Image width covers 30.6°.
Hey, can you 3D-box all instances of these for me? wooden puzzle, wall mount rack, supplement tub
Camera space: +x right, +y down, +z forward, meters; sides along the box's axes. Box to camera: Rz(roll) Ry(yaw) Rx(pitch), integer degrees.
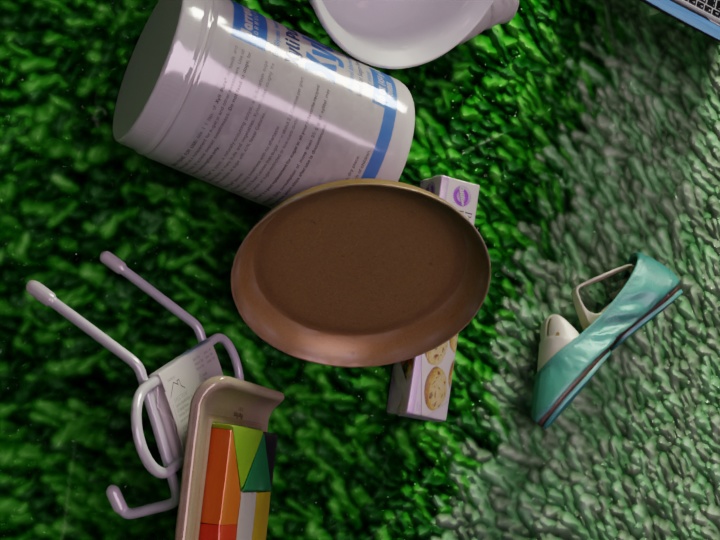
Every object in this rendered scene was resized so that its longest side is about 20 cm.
[{"bbox_3d":[-0.094,0.181,0.942,0.037,0.185,0.202,9,83,11],"label":"wooden puzzle"},{"bbox_3d":[-0.153,0.072,0.938,0.074,0.200,0.176,-15,97,16],"label":"wall mount rack"},{"bbox_3d":[-0.071,-0.118,0.993,0.198,0.132,0.133,22,77,-24],"label":"supplement tub"}]

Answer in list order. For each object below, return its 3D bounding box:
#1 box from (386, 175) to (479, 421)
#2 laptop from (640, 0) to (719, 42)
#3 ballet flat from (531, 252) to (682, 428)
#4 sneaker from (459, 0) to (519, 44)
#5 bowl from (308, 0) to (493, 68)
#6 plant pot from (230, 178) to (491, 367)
[{"bbox_3d":[0.060,0.024,1.098,0.041,0.039,0.202,14,80,-25],"label":"box"},{"bbox_3d":[0.306,-0.290,1.201,0.186,0.116,0.202,20,78,-24],"label":"laptop"},{"bbox_3d":[0.199,0.054,1.160,0.200,0.067,0.070,-41,79,-23],"label":"ballet flat"},{"bbox_3d":[0.050,-0.276,1.098,0.099,0.078,0.201,-37,101,-20],"label":"sneaker"},{"bbox_3d":[0.019,-0.265,1.009,0.199,0.090,0.203,-19,125,-29],"label":"bowl"},{"bbox_3d":[0.000,0.000,1.006,0.198,0.200,0.028,20,42,-23],"label":"plant pot"}]
